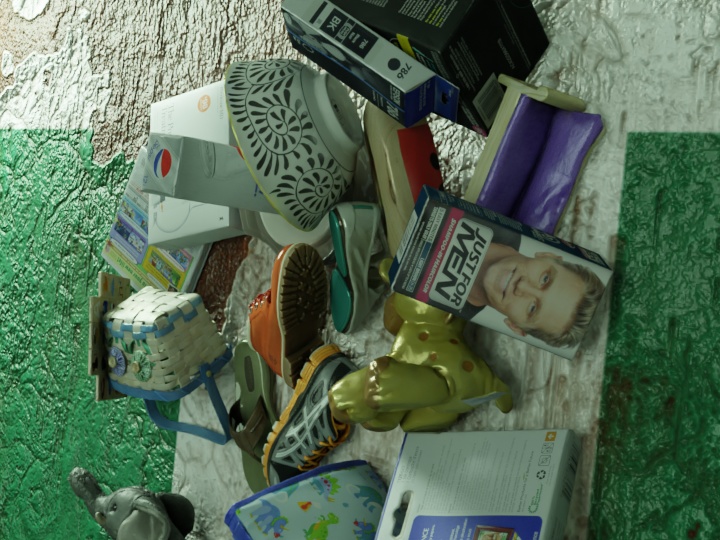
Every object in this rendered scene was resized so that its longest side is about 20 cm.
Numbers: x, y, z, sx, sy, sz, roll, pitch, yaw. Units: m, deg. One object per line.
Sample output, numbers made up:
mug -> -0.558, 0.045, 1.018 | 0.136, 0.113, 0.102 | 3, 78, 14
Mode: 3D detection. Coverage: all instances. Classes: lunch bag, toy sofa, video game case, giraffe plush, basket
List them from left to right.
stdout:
video game case -> -0.285, -0.052, 1.520 | 0.199, 0.022, 0.185 | 37, 110, 35
basket -> -0.254, 0.132, 1.416 | 0.174, 0.139, 0.203 | 2, 122, 42
lunch bag -> -0.034, 0.313, 1.160 | 0.170, 0.198, 0.129 | 45, 114, 32
giraffe plush -> 0.067, 0.072, 1.129 | 0.197, 0.171, 0.165 | -18, 65, 34
toy sofa -> 0.163, -0.090, 1.093 | 0.097, 0.082, 0.203 | 33, 108, 38

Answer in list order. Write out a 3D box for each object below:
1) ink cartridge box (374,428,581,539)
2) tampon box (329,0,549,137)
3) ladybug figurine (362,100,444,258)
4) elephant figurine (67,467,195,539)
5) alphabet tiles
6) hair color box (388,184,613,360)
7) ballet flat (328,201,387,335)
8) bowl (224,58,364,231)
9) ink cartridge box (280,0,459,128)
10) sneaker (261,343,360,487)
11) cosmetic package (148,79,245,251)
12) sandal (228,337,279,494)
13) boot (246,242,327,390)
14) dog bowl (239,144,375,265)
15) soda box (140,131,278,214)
ink cartridge box -> 0.110, 0.255, 1.068 | 0.197, 0.047, 0.200 | -10, 47, 38
tampon box -> 0.070, -0.260, 1.120 | 0.199, 0.150, 0.127 | 29, 79, 38
ladybug figurine -> 0.053, -0.095, 1.172 | 0.070, 0.136, 0.204 | -12, 96, -2
elephant figurine -> -0.285, 0.348, 1.412 | 0.141, 0.153, 0.204 | -17, 84, 61
alphabet tiles -> -0.338, 0.091, 1.458 | 0.006, 0.200, 0.170 | 0, 86, 4
hair color box -> 0.135, 0.002, 1.046 | 0.061, 0.197, 0.102 | -95, 27, -74
ballet flat -> 0.000, 0.000, 1.220 | 0.069, 0.069, 0.202 | 45, 151, 33
bowl -> -0.056, -0.154, 1.156 | 0.093, 0.200, 0.204 | -23, 71, 19
ink cartridge box -> 0.010, -0.207, 1.081 | 0.198, 0.100, 0.039 | 35, 81, 11
sneaker -> -0.054, 0.191, 1.269 | 0.077, 0.078, 0.203 | 31, 108, 28
cosmetic package -> -0.216, -0.139, 1.428 | 0.149, 0.051, 0.204 | -10, 75, 32
sandal -> -0.143, 0.188, 1.355 | 0.079, 0.057, 0.205 | -23, 72, 37
boot -> -0.098, 0.041, 1.274 | 0.107, 0.074, 0.203 | 34, 134, 34
dog bowl -> -0.063, -0.097, 1.306 | 0.198, 0.058, 0.205 | -3, 86, 41
soda box -> -0.151, -0.108, 1.214 | 0.063, 0.198, 0.070 | 13, 94, 40
